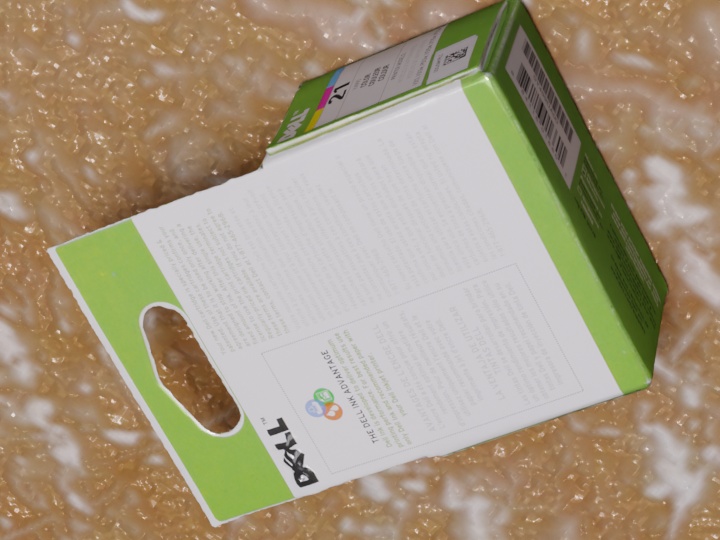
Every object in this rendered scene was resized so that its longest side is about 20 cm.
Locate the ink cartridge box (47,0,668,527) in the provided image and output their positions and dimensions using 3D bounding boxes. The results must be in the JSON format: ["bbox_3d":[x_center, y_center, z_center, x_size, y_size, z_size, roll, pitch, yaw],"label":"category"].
[{"bbox_3d":[0.000,0.000,0.985,0.200,0.076,0.148,-20,113,22],"label":"ink cartridge box"}]
